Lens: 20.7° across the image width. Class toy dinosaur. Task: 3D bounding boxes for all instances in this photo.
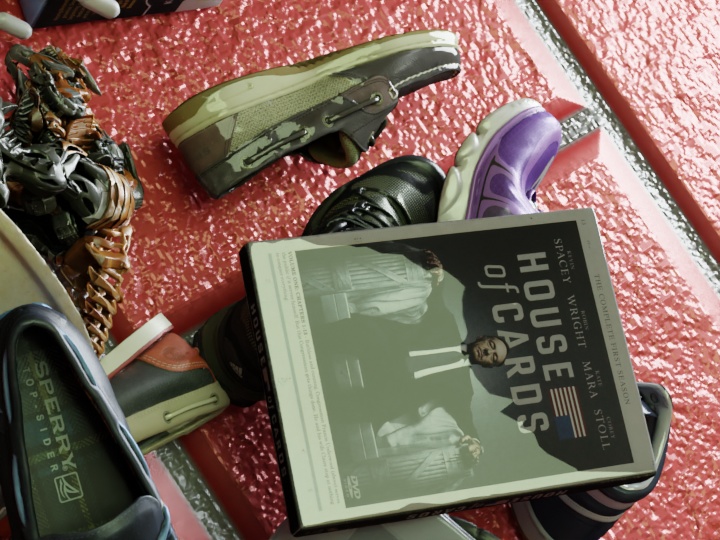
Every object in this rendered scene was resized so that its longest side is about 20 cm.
[{"bbox_3d":[-0.162,-0.044,1.038,0.135,0.102,0.200,14,26,-42],"label":"toy dinosaur"}]

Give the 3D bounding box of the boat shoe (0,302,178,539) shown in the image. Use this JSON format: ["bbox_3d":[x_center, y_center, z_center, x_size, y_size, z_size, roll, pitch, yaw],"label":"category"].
[{"bbox_3d":[-0.119,0.113,0.833,0.084,0.069,0.201,-27,89,-12],"label":"boat shoe"}]

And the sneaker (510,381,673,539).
[{"bbox_3d":[0.112,0.055,1.126,0.070,0.109,0.201,-8,69,-28],"label":"sneaker"}]

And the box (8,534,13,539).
[{"bbox_3d":[-0.142,0.228,0.885,0.141,0.079,0.200,32,78,-4],"label":"box"}]

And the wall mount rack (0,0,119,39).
[{"bbox_3d":[-0.232,-0.136,1.009,0.173,0.200,0.075,-23,103,-30],"label":"wall mount rack"}]

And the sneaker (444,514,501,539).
[{"bbox_3d":[0.068,0.206,1.059,0.200,0.076,0.091,41,65,0],"label":"sneaker"}]

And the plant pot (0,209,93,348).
[{"bbox_3d":[-0.258,0.045,0.910,0.200,0.200,0.184,43,67,-3],"label":"plant pot"}]

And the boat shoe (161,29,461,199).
[{"bbox_3d":[-0.020,-0.090,1.157,0.200,0.072,0.066,-19,87,-32],"label":"boat shoe"}]

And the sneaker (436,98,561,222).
[{"bbox_3d":[0.081,-0.006,1.112,0.083,0.081,0.201,13,60,15],"label":"sneaker"}]

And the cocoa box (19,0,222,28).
[{"bbox_3d":[-0.120,-0.242,1.093,0.131,0.200,0.134,-13,73,-30],"label":"cocoa box"}]

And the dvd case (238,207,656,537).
[{"bbox_3d":[0.046,0.049,1.022,0.199,0.025,0.151,-7,74,-20],"label":"dvd case"}]

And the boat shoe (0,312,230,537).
[{"bbox_3d":[-0.147,0.099,1.001,0.063,0.071,0.200,50,51,-1],"label":"boat shoe"}]

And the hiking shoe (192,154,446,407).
[{"bbox_3d":[0.000,0.000,1.096,0.076,0.101,0.200,51,57,-11],"label":"hiking shoe"}]

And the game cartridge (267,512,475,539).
[{"bbox_3d":[0.030,0.200,1.016,0.200,0.040,0.133,41,85,7],"label":"game cartridge"}]
